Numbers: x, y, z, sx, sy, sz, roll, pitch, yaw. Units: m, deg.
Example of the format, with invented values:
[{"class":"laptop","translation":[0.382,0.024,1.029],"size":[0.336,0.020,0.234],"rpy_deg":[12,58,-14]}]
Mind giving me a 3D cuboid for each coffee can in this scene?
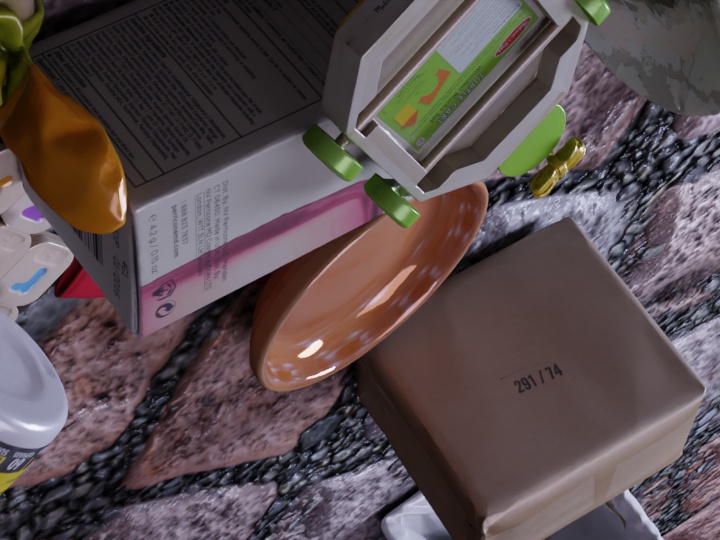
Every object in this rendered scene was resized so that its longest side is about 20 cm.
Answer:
[{"class":"coffee can","translation":[0.225,-0.203,1.111],"size":[0.200,0.146,0.147],"rpy_deg":[-41,154,-19]}]

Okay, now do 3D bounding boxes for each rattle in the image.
[{"class":"rattle","translation":[-0.213,-0.079,0.873],"size":[0.130,0.143,0.200],"rpy_deg":[-20,167,21]}]

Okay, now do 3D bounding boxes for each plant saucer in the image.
[{"class":"plant saucer","translation":[0.000,0.000,1.309],"size":[0.200,0.037,0.200],"rpy_deg":[-37,160,-15]}]

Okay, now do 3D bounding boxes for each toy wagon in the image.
[{"class":"toy wagon","translation":[0.057,-0.093,0.990],"size":[0.155,0.040,0.200],"rpy_deg":[-46,148,4]}]

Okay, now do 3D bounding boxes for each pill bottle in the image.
[{"class":"pill bottle","translation":[-0.266,0.114,1.096],"size":[0.200,0.111,0.111],"rpy_deg":[-45,151,17]}]

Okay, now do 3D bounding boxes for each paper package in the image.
[{"class":"paper package","translation":[0.120,0.089,1.444],"size":[0.200,0.191,0.104],"rpy_deg":[-27,153,-16]}]

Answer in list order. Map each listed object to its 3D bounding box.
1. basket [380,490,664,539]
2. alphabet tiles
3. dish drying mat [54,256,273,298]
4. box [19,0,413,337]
[{"class":"basket","translation":[0.154,0.266,1.746],"size":[0.200,0.198,0.161],"rpy_deg":[-33,154,-7]},{"class":"alphabet tiles","translation":[-0.248,-0.002,1.075],"size":[0.196,0.015,0.200],"rpy_deg":[-44,151,13]},{"class":"dish drying mat","translation":[-0.094,-0.015,1.227],"size":[0.200,0.018,0.077],"rpy_deg":[-5,140,-45]},{"class":"box","translation":[-0.067,-0.077,1.032],"size":[0.200,0.128,0.109],"rpy_deg":[-27,148,-24]}]
